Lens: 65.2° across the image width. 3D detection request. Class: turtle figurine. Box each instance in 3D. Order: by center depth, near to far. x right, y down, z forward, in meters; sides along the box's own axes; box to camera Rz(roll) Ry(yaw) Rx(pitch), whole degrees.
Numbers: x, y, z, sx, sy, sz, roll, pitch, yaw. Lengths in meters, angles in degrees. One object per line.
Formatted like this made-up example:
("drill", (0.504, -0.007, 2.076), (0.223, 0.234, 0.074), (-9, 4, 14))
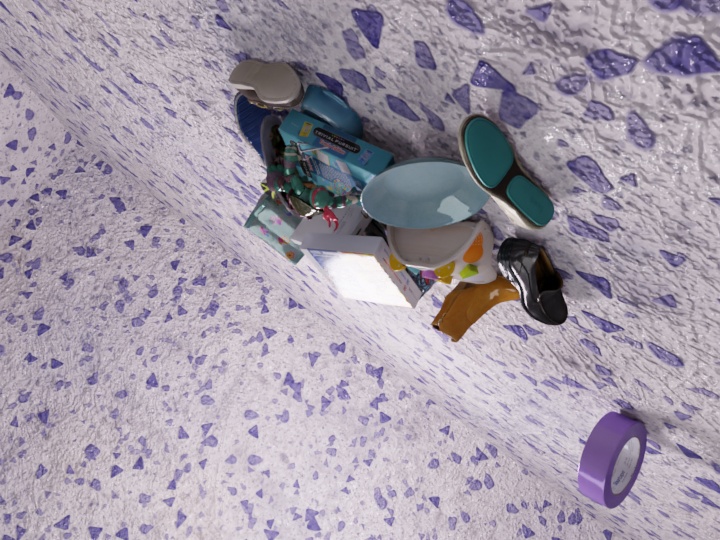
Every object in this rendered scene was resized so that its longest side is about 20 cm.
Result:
("turtle figurine", (-0.083, -0.137, 0.930), (0.149, 0.102, 0.199), (40, 170, -29))

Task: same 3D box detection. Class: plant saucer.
("plant saucer", (0.098, -0.126, 0.864), (0.196, 0.040, 0.202), (0, 158, 0))

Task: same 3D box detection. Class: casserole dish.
("casserole dish", (-0.056, -0.243, 0.989), (0.120, 0.039, 0.200), (35, 167, 4))

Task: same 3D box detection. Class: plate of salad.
("plate of salad", (-0.134, -0.204, 1.089), (0.047, 0.203, 0.201), (-15, 145, 15))

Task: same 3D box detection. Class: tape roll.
("tape roll", (0.573, 0.428, 1.277), (0.065, 0.202, 0.200), (20, 159, 48))

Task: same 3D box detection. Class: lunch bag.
("lunch bag", (-0.182, -0.139, 1.426), (0.170, 0.122, 0.201), (38, -152, -16))

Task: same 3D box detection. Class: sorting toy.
("sorting toy", (0.162, -0.018, 1.034), (0.197, 0.109, 0.179), (9, 167, 41))

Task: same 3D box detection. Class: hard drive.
("hard drive", (-0.064, -0.102, 1.259), (0.198, 0.133, 0.026), (18, 160, 51))

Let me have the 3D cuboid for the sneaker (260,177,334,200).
("sneaker", (-0.136, -0.200, 1.251), (0.197, 0.077, 0.076), (14, 154, 31))

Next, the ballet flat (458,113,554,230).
("ballet flat", (0.181, -0.126, 0.746), (0.200, 0.070, 0.069), (44, 164, -27))

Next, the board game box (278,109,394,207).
("board game box", (-0.030, -0.178, 0.962), (0.197, 0.047, 0.151), (28, 165, 18))

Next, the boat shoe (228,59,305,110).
("boat shoe", (-0.150, -0.306, 0.952), (0.199, 0.072, 0.059), (29, 171, 42))

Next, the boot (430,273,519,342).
("boot", (0.229, 0.081, 1.112), (0.071, 0.145, 0.200), (40, 165, -22))

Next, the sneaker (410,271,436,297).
("sneaker", (0.118, 0.001, 1.220), (0.079, 0.096, 0.201), (26, 162, 34))

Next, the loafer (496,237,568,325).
("loafer", (0.300, 0.027, 0.929), (0.200, 0.074, 0.072), (44, 159, -31))

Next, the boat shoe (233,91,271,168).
("boat shoe", (-0.209, -0.285, 1.136), (0.073, 0.071, 0.201), (58, 173, 37))

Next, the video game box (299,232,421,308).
("video game box", (0.000, 0.000, 1.124), (0.197, 0.047, 0.182), (7, 150, 40))

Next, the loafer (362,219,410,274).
("loafer", (0.039, -0.042, 1.191), (0.201, 0.062, 0.073), (-124, 26, -49))

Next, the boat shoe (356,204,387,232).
("boat shoe", (0.052, -0.110, 1.098), (0.199, 0.063, 0.073), (39, 166, -11))
